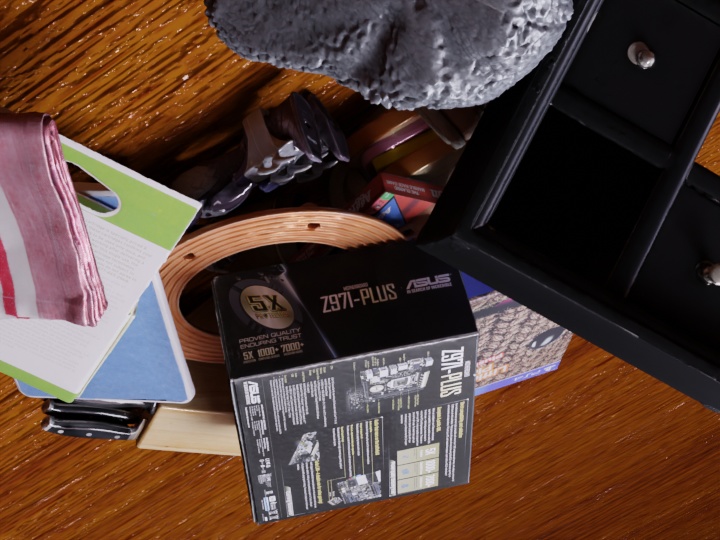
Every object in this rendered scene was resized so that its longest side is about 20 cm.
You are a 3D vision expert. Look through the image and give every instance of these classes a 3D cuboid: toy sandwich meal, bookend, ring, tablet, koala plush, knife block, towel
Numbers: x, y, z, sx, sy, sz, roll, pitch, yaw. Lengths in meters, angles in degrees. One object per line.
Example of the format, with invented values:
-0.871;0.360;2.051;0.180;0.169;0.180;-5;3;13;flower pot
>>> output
0.069;-0.074;1.113;0.205;0.070;0.205;-20;154;-10;toy sandwich meal
0.166;-0.054;0.815;0.199;0.200;0.092;-61;-172;-7;bookend
-0.060;0.009;1.050;0.200;0.019;0.200;-10;151;-6;ring
-0.188;0.018;1.008;0.130;0.014;0.200;1;135;11;tablet
0.053;-0.181;0.804;0.200;0.184;0.177;-36;150;-55;koala plush
-0.134;0.104;1.171;0.176;0.200;0.064;-42;172;-42;knife block
-0.248;-0.026;0.842;0.200;0.023;0.144;0;133;10;towel

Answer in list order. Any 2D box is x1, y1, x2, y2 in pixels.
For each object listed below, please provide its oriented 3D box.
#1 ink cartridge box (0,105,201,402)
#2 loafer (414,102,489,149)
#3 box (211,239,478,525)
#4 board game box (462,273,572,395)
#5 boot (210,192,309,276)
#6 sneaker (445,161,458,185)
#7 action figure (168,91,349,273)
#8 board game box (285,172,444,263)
-0.188;-0.029;0.897;0.148;0.076;0.200;27;132;-15;ink cartridge box
0.051;-0.125;0.927;0.063;0.072;0.200;-40;-167;7;loafer
-0.009;0.079;1.065;0.164;0.086;0.200;-11;144;-5;box
0.097;0.022;1.293;0.159;0.097;0.200;-17;153;-15;board game box
-0.057;-0.001;1.173;0.075;0.074;0.200;-8;155;13;boot
0.111;-0.037;0.944;0.076;0.077;0.200;8;167;-25;sneaker
-0.108;-0.047;1.019;0.200;0.069;0.130;-30;159;19;action figure
0.000;0.000;1.094;0.103;0.019;0.200;9;144;-35;board game box
